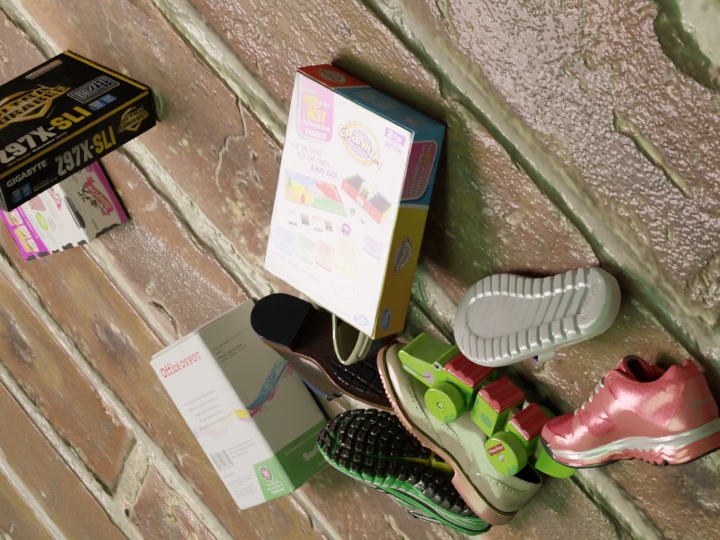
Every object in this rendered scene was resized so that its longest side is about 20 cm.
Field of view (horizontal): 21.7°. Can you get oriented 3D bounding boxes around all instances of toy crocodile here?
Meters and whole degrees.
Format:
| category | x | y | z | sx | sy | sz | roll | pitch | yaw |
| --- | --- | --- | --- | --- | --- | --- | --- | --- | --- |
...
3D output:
| category | x | y | z | sx | sy | sz | roll | pitch | yaw |
| --- | --- | --- | --- | --- | --- | --- | --- | --- | --- |
| toy crocodile | 0.119 | 0.119 | 1.681 | 0.200 | 0.067 | 0.062 | 39 | 140 | 25 |

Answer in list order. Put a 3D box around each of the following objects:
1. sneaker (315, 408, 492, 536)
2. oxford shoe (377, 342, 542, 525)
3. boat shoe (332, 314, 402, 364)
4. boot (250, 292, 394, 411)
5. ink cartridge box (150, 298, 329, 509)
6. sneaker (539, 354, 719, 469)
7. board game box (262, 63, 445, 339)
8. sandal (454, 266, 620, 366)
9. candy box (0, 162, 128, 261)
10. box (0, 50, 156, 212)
| category | x | y | z | sx | sy | sz | roll | pitch | yaw |
| --- | --- | --- | --- | --- | --- | --- | --- | --- | --- |
| sneaker | 0.043 | 0.204 | 1.830 | 0.200 | 0.078 | 0.085 | 26 | 145 | 19 |
| oxford shoe | 0.096 | 0.138 | 1.749 | 0.200 | 0.071 | 0.074 | 50 | 129 | 6 |
| boat shoe | 0.000 | 0.000 | 1.747 | 0.071 | 0.063 | 0.200 | 34 | 142 | 37 |
| boot | -0.012 | 0.093 | 1.872 | 0.200 | 0.075 | 0.097 | 30 | 166 | 24 |
| ink cartridge box | -0.125 | 0.146 | 2.042 | 0.200 | 0.087 | 0.145 | 57 | 150 | -2 |
| sneaker | 0.220 | 0.111 | 1.541 | 0.200 | 0.074 | 0.087 | -10 | 96 | 54 |
| board game box | -0.009 | -0.062 | 1.660 | 0.153 | 0.040 | 0.200 | 32 | 122 | 37 |
| sandal | 0.151 | 0.045 | 1.575 | 0.050 | 0.083 | 0.203 | 22 | 164 | -31 |
| candy box | -0.363 | -0.092 | 2.191 | 0.200 | 0.061 | 0.136 | -10 | 109 | 59 |
| box | -0.338 | -0.148 | 1.963 | 0.160 | 0.200 | 0.049 | 28 | 141 | 40 |
